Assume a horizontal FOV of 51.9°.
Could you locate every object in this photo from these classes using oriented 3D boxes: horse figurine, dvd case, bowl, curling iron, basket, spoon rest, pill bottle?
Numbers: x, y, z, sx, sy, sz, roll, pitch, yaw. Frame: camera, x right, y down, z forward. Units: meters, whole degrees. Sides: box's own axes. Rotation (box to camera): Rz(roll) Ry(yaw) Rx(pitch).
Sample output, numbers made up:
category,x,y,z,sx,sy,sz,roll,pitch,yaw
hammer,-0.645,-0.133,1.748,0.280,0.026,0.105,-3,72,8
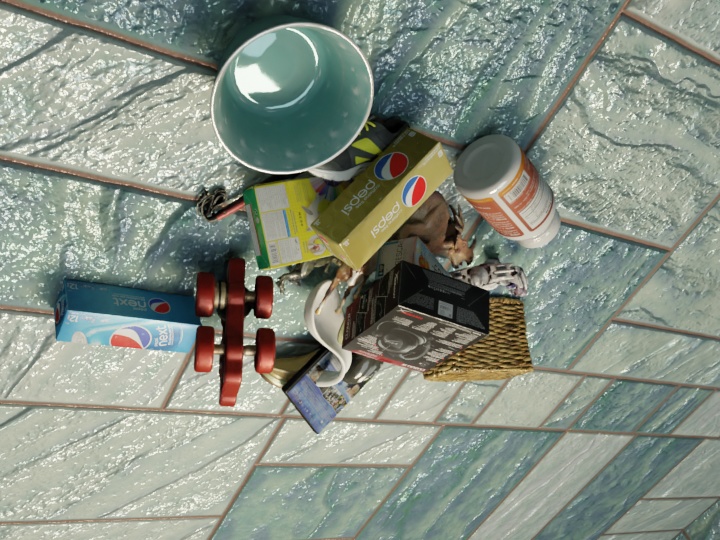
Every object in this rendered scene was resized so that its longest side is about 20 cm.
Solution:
category,x,y,z,sx,sy,sz,roll,pitch,yaw
horse figurine,0.000,0.000,1.161,0.133,0.050,0.200,-60,168,29
dvd case,-0.040,0.183,1.330,0.200,0.018,0.143,-44,133,-17
bowl,-0.095,-0.231,0.913,0.201,0.105,0.201,-14,136,-14
curling iron,-0.141,-0.122,1.051,0.200,0.026,0.050,-24,139,-4
basket,0.215,0.136,1.443,0.200,0.149,0.143,3,162,-28
spoon rest,-0.050,0.107,1.216,0.061,0.099,0.200,9,126,20
pill bottle,0.241,-0.118,1.178,0.112,0.112,0.200,-39,136,13

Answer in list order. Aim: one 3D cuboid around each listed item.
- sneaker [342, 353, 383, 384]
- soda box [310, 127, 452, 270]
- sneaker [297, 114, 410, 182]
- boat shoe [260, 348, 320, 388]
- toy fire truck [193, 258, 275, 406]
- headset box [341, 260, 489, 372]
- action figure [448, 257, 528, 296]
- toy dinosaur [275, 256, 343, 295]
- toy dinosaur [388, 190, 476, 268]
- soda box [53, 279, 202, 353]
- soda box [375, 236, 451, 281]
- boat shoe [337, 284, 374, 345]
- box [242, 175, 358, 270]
category,x,y,z,sx,sy,sz,roll,pitch,yaw
sneaker,0.014,0.101,1.287,0.091,0.076,0.200,35,81,-32
soda box,0.030,-0.099,1.011,0.200,0.068,0.064,-47,139,-11
sneaker,-0.011,-0.177,1.031,0.200,0.074,0.085,-10,122,-39
boat shoe,-0.091,0.173,1.335,0.200,0.072,0.076,12,112,-46
toy fire truck,-0.196,0.093,1.120,0.112,0.200,0.168,3,157,-15
headset box,0.074,0.078,1.096,0.149,0.077,0.200,19,149,-19
action figure,0.224,0.016,1.249,0.200,0.130,0.069,-5,98,-63
toy dinosaur,-0.091,-0.007,1.150,0.088,0.047,0.200,-49,156,22
toy dinosaur,0.113,-0.078,1.160,0.135,0.086,0.200,-23,147,-6
soda box,-0.345,0.071,1.104,0.200,0.068,0.064,10,126,-33
soda box,0.099,0.027,1.143,0.068,0.064,0.200,-10,146,27
boat shoe,0.044,0.057,1.211,0.201,0.063,0.073,-42,157,-25
box,-0.060,-0.076,1.055,0.200,0.048,0.118,-13,94,-31
